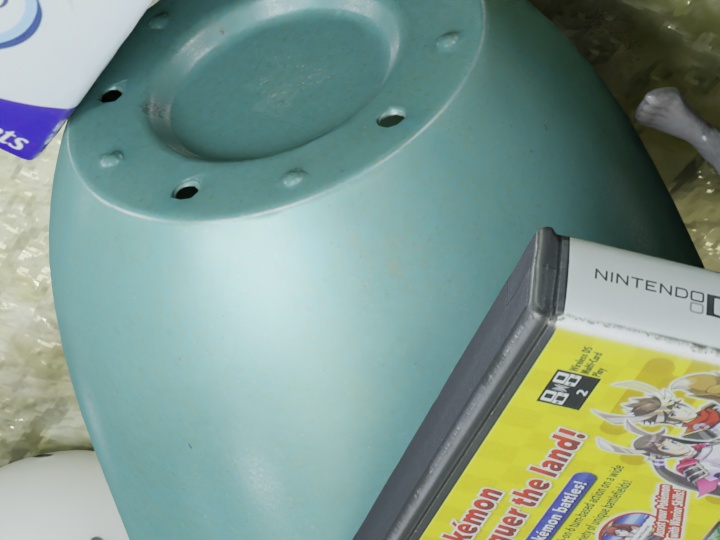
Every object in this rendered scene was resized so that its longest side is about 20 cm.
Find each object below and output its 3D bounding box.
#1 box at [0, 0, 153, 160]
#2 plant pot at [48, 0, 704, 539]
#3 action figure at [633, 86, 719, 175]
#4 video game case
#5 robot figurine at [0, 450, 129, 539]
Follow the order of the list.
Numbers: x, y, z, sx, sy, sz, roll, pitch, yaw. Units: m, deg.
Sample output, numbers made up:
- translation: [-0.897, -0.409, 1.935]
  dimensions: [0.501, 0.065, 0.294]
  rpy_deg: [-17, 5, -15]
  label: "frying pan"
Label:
- translation: [-0.120, -0.150, 0.705]
  dimensions: [0.184, 0.105, 0.200]
  rpy_deg: [24, 141, -16]
  label: "box"
- translation: [0.000, 0.000, 0.803]
  dimensions: [0.200, 0.201, 0.161]
  rpy_deg: [-6, 131, 22]
  label: "plant pot"
- translation: [0.197, -0.021, 0.737]
  dimensions: [0.200, 0.194, 0.105]
  rpy_deg: [-35, 157, 4]
  label: "action figure"
- translation: [0.099, 0.066, 0.673]
  dimensions: [0.180, 0.026, 0.200]
  rpy_deg: [13, 149, -9]
  label: "video game case"
- translation: [-0.112, 0.168, 1.069]
  dimensions: [0.150, 0.125, 0.200]
  rpy_deg: [12, 122, 17]
  label: "robot figurine"
